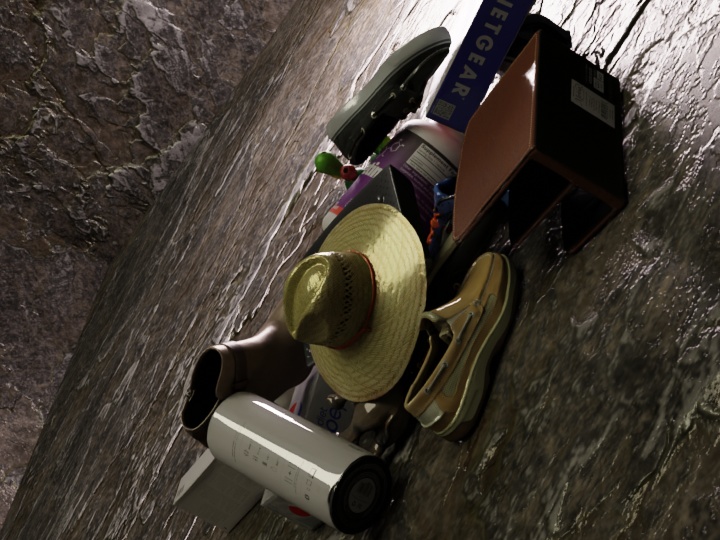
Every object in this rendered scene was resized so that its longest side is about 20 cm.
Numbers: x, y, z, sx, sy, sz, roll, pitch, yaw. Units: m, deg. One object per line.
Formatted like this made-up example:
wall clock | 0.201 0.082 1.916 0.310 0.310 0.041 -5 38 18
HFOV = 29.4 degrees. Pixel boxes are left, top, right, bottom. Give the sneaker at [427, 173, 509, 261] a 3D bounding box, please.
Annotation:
sneaker | 0.101 -0.060 1.444 0.200 0.078 0.075 -51 17 29

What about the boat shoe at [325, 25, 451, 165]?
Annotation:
boat shoe | 0.039 -0.190 1.509 0.068 0.057 0.200 -18 -17 -48

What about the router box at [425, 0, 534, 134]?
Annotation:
router box | 0.140 -0.276 1.475 0.180 0.049 0.200 -75 9 -55

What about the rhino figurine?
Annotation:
rhino figurine | 0.010 0.120 1.430 0.088 0.060 0.200 -51 22 20

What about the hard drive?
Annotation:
hard drive | 0.000 0.000 1.416 0.200 0.042 0.135 -47 43 39

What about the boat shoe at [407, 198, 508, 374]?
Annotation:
boat shoe | 0.092 0.013 1.381 0.202 0.063 0.074 -58 -1 12

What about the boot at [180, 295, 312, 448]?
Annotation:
boot | -0.117 0.098 1.466 0.070 0.146 0.201 16 88 30

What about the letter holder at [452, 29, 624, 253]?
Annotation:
letter holder | 0.164 -0.101 1.291 0.142 0.100 0.200 -50 18 37

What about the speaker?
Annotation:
speaker | -0.065 0.187 1.358 0.200 0.081 0.081 20 78 45

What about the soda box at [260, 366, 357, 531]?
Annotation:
soda box | -0.044 0.176 1.492 0.063 0.068 0.201 -44 23 44

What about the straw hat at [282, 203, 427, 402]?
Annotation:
straw hat | -0.029 0.027 1.337 0.201 0.085 0.202 -7 81 51

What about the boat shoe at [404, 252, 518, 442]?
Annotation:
boat shoe | 0.090 0.056 1.276 0.072 0.076 0.201 -40 25 50

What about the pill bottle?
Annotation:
pill bottle | 0.057 -0.088 1.537 0.200 0.112 0.112 -50 15 -6

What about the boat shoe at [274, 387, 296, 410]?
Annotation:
boat shoe | -0.064 0.129 1.635 0.072 0.066 0.200 -32 3 14

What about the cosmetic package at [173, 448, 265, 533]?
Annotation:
cosmetic package | -0.142 0.233 1.669 0.200 0.082 0.051 -48 17 34

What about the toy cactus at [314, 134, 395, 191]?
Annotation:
toy cactus | 0.044 -0.111 1.635 0.102 0.199 0.166 -26 76 42

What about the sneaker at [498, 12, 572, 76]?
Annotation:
sneaker | 0.189 -0.238 1.490 0.080 0.078 0.200 -63 14 9
